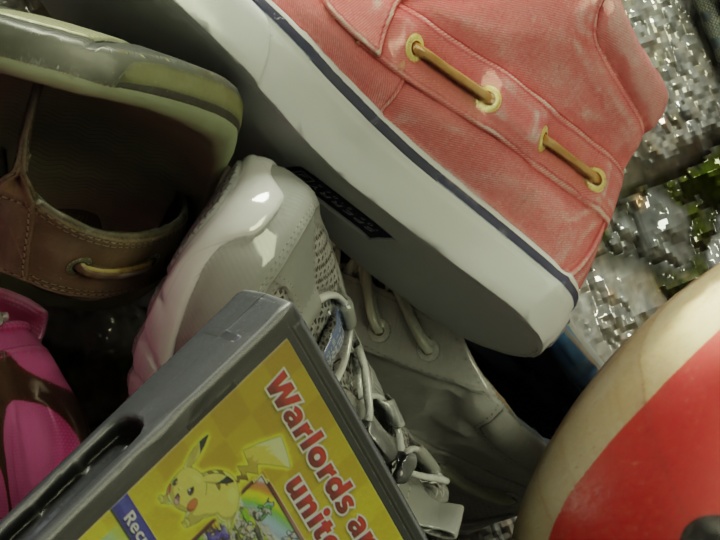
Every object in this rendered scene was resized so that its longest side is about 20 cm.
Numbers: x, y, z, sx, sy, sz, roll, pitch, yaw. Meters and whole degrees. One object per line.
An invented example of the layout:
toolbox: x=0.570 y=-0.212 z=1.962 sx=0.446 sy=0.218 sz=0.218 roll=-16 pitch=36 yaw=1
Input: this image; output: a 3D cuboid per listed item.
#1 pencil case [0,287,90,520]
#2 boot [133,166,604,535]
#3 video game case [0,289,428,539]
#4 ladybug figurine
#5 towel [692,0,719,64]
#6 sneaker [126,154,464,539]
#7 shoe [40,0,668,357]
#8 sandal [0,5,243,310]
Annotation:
pencil case: x=-0.127 y=0.050 z=0.723 sx=0.090 sy=0.200 sz=0.094 roll=29 pitch=95 yaw=7
boot: x=0.000 y=0.000 z=0.890 sx=0.200 sy=0.095 sz=0.074 roll=42 pitch=56 yaw=-22
video game case: x=-0.039 y=0.138 z=0.710 sx=0.181 sy=0.025 sz=0.201 roll=-44 pitch=122 yaw=-25
ladybug figurine: x=0.127 y=0.061 z=0.878 sx=0.199 sy=0.072 sz=0.136 roll=-32 pitch=130 yaw=-28
towel: x=0.222 y=-0.070 z=1.126 sx=0.192 sy=0.034 sz=0.201 roll=-34 pitch=100 yaw=-39
sneaker: x=-0.007 y=0.045 z=0.816 sx=0.075 sy=0.082 sz=0.201 roll=-58 pitch=155 yaw=-30
shoe: x=0.000 y=-0.066 z=0.797 sx=0.200 sy=0.071 sz=0.091 roll=39 pitch=71 yaw=-30
sandal: x=-0.076 y=-0.016 z=0.777 sx=0.079 sy=0.201 sz=0.058 roll=15 pitch=70 yaw=2
